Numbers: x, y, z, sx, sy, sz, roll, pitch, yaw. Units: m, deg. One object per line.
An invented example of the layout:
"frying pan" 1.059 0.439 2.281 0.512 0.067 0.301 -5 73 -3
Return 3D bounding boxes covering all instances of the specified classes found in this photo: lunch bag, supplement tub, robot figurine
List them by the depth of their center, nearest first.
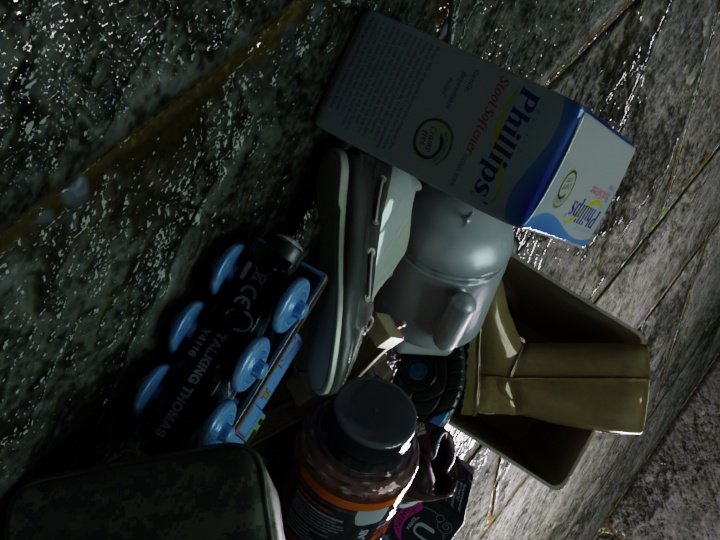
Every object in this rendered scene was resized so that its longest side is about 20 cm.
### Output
"lunch bag" -0.143 0.225 0.846 0.199 0.140 0.168 -12 145 0
"supplement tub" -0.013 0.177 1.008 0.107 0.107 0.200 -39 160 -40
"robot figurine" 0.079 -0.004 1.129 0.112 0.170 0.201 2 134 -16

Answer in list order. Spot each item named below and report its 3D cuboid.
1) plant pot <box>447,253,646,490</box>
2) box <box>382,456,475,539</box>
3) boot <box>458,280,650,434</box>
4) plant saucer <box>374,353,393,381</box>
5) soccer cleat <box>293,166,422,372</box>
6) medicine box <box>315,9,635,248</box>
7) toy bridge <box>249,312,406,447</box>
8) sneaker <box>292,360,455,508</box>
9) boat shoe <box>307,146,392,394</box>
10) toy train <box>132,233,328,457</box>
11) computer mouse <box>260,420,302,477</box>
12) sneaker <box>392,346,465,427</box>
"plant pot" 0.183 0.117 1.387 0.200 0.199 0.177 -58 178 -6
"box" 0.022 0.280 1.255 0.200 0.114 0.132 -56 179 19
"boot" 0.210 0.083 1.269 0.066 0.199 0.176 -91 -175 -77
"plant saucer" -0.015 0.172 1.200 0.201 0.029 0.200 -62 170 -19
"soccer cleat" 0.000 0.000 1.041 0.077 0.069 0.201 15 100 -48
"medicine box" 0.098 -0.110 0.960 0.103 0.199 0.182 -65 156 8
"toy bridge" -0.039 0.101 1.015 0.200 0.027 0.067 -37 161 15
"sneaker" 0.027 0.128 1.070 0.076 0.115 0.200 -43 106 -30
"boat shoe" -0.004 0.000 0.951 0.057 0.067 0.201 6 84 -24
"toy train" -0.100 0.067 0.909 0.201 0.086 0.114 -59 165 -12
"computer mouse" -0.109 0.205 1.061 0.200 0.044 0.110 -35 163 -42
"sneaker" 0.081 0.089 1.251 0.082 0.073 0.201 75 27 -71
